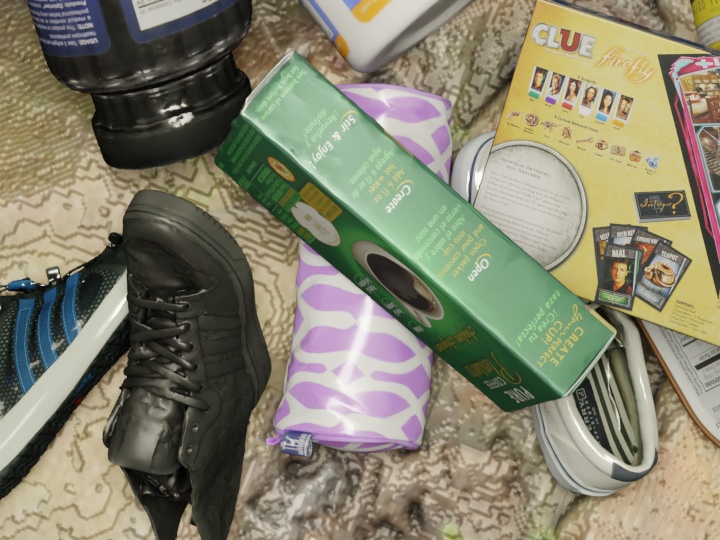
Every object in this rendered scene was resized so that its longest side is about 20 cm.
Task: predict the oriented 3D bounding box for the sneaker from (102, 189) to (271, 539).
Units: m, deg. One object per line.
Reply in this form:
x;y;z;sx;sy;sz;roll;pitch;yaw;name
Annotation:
-0.092;0.058;1.142;0.060;0.200;0.104;15;58;23;sneaker

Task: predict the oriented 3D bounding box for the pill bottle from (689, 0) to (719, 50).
0.242;-0.077;1.183;0.111;0.111;0.201;-12;85;-2;pill bottle

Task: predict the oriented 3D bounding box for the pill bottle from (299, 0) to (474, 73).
-0.018;-0.213;1.189;0.112;0.112;0.200;-37;87;-4;pill bottle

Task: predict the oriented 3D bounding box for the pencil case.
0.000;0.000;1.190;0.085;0.084;0.201;3;82;42;pencil case

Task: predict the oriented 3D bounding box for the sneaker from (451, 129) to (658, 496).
0.110;0.018;1.184;0.073;0.071;0.201;-22;91;-27;sneaker

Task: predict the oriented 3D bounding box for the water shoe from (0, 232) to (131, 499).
-0.166;0.029;1.185;0.079;0.072;0.200;38;84;7;water shoe

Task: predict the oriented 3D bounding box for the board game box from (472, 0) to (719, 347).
0.161;-0.040;1.109;0.199;0.035;0.136;20;101;15;board game box

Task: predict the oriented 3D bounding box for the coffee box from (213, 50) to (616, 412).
0.022;-0.013;1.089;0.200;0.123;0.044;41;77;-1;coffee box

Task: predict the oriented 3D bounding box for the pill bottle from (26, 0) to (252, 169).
-0.119;-0.159;1.157;0.111;0.112;0.201;-16;111;-3;pill bottle

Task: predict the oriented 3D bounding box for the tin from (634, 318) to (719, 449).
0.184;0.010;1.174;0.042;0.112;0.201;-27;85;-29;tin
